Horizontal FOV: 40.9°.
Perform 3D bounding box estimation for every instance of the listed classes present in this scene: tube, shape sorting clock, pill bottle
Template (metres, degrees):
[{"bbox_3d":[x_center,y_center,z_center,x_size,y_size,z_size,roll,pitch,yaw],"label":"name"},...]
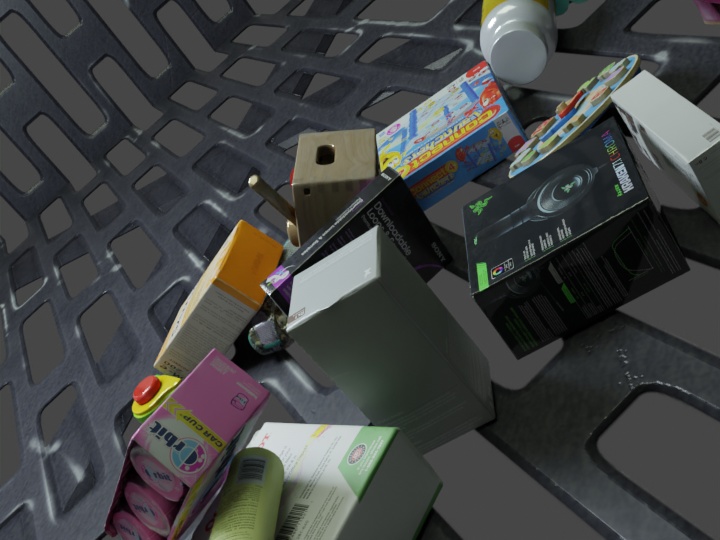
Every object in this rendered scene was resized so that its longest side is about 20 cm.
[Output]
[{"bbox_3d":[-0.098,0.224,0.775,0.201,0.051,0.059,-84,16,-64],"label":"tube"},{"bbox_3d":[0.246,-0.180,1.128,0.200,0.039,0.200,-47,2,2],"label":"shape sorting clock"},{"bbox_3d":[0.227,-0.349,1.387,0.111,0.113,0.202,-25,29,26],"label":"pill bottle"}]

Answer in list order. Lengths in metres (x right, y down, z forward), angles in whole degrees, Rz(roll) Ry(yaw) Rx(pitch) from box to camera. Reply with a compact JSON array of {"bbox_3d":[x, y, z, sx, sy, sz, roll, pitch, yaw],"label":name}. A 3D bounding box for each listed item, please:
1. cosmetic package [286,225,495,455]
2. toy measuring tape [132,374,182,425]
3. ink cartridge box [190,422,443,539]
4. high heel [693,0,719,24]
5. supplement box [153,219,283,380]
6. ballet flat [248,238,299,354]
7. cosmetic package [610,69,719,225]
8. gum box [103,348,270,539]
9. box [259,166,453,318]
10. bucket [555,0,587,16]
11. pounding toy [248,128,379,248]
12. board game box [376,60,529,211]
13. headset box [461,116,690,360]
[{"bbox_3d":[0.031,0.071,0.888,0.106,0.201,0.091,-27,28,20],"label":"cosmetic package"},{"bbox_3d":[-0.245,0.176,1.244,0.198,0.074,0.074,1,46,54],"label":"toy measuring tape"},{"bbox_3d":[-0.044,0.223,0.882,0.198,0.084,0.146,-8,39,48],"label":"ink cartridge box"},{"bbox_3d":[0.447,-0.334,1.087,0.067,0.096,0.199,-44,26,-11],"label":"high heel"},{"bbox_3d":[-0.190,0.048,1.288,0.201,0.073,0.127,-50,15,36],"label":"supplement box"},{"bbox_3d":[-0.082,0.024,1.269,0.071,0.072,0.203,-16,39,39],"label":"ballet flat"},{"bbox_3d":[0.316,-0.125,0.953,0.050,0.083,0.201,-36,26,11],"label":"cosmetic package"},{"bbox_3d":[-0.160,0.175,0.864,0.114,0.066,0.201,-49,-8,-41],"label":"gum box"},{"bbox_3d":[0.000,0.000,1.106,0.200,0.144,0.036,-44,36,-7],"label":"box"},{"bbox_3d":[0.306,-0.507,1.504,0.205,0.135,0.209,-31,27,18],"label":"bucket"},{"bbox_3d":[-0.044,-0.071,1.171,0.139,0.188,0.201,-4,29,3],"label":"pounding toy"},{"bbox_3d":[0.119,-0.182,1.333,0.198,0.056,0.197,-33,26,14],"label":"board game box"},{"bbox_3d":[0.197,-0.031,0.951,0.198,0.093,0.175,-30,27,21],"label":"headset box"}]
